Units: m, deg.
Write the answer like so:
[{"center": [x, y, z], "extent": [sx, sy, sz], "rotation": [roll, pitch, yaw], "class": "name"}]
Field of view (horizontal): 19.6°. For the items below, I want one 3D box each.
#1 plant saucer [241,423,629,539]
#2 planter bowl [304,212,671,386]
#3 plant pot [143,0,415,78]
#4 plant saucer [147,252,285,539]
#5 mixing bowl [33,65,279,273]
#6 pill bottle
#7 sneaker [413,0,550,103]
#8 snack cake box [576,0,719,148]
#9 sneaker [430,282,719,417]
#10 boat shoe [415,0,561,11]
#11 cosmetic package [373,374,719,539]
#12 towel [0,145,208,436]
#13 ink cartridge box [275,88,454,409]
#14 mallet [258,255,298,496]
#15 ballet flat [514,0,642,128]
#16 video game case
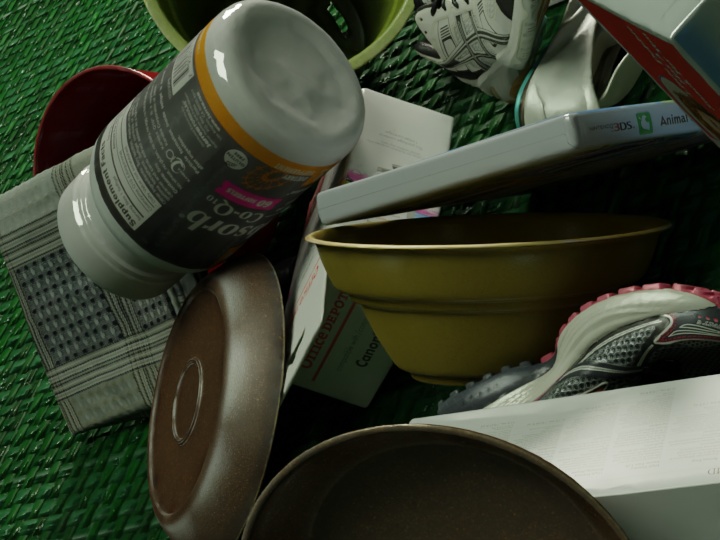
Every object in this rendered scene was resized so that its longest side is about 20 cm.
[{"center": [0.043, 0.149, 0.968], "extent": [0.200, 0.201, 0.037], "rotation": [-31, 13, 31], "class": "plant saucer"}, {"center": [0.071, 0.017, 1.146], "extent": [0.200, 0.200, 0.084], "rotation": [6, 100, 57], "class": "planter bowl"}, {"center": [-0.054, -0.195, 1.502], "extent": [0.200, 0.200, 0.190], "rotation": [-56, -7, -12], "class": "plant pot"}, {"center": [-0.097, 0.085, 1.315], "extent": [0.200, 0.032, 0.201], "rotation": [-168, 90, -70], "class": "plant saucer"}, {"center": [-0.130, -0.056, 1.500], "extent": [0.200, 0.201, 0.108], "rotation": [-18, 0, 45], "class": "mixing bowl"}, {"center": [-0.098, -0.070, 1.304], "extent": [0.200, 0.116, 0.117], "rotation": [-39, 28, 39], "class": "pill bottle"}, {"center": [0.073, -0.165, 1.313], "extent": [0.200, 0.088, 0.076], "rotation": [100, -168, -71], "class": "sneaker"}, {"center": [0.202, -0.086, 1.004], "extent": [0.067, 0.200, 0.115], "rotation": [-47, 28, 3], "class": "snack cake box"}, {"center": [0.123, 0.073, 1.068], "extent": [0.200, 0.081, 0.075], "rotation": [-38, 47, 34], "class": "sneaker"}, {"center": [0.110, -0.223, 1.448], "extent": [0.200, 0.066, 0.070], "rotation": [-22, 38, 42], "class": "boat shoe"}, {"center": [0.113, 0.101, 0.990], "extent": [0.200, 0.051, 0.083], "rotation": [-10, 30, 24], "class": "cosmetic package"}, {"center": [-0.178, 0.015, 1.470], "extent": [0.200, 0.193, 0.035], "rotation": [-18, 1, 44], "class": "towel"}, {"center": [0.000, 0.000, 1.290], "extent": [0.117, 0.067, 0.200], "rotation": [117, 169, -46], "class": "ink cartridge box"}, {"center": [-0.068, 0.080, 1.372], "extent": [0.066, 0.041, 0.200], "rotation": [-25, 40, 36], "class": "mallet"}, {"center": [0.156, -0.154, 1.310], "extent": [0.069, 0.069, 0.200], "rotation": [-16, 41, 46], "class": "ballet flat"}, {"center": [0.105, -0.064, 1.178], "extent": [0.200, 0.182, 0.022], "rotation": [-15, 87, 47], "class": "video game case"}]
